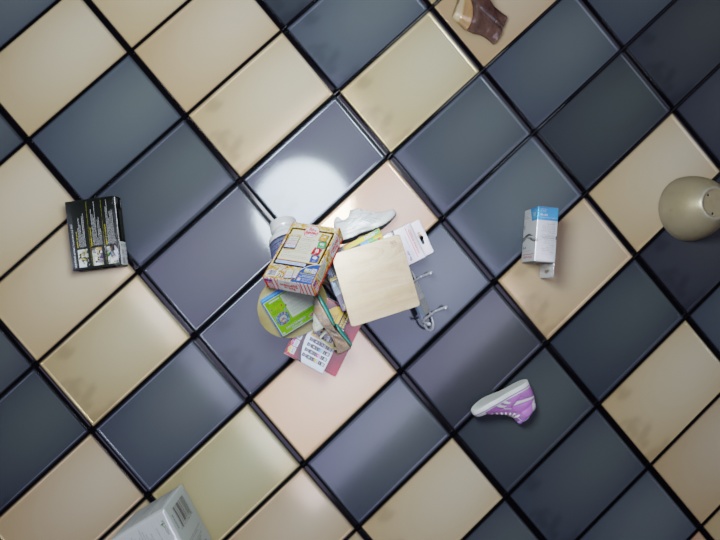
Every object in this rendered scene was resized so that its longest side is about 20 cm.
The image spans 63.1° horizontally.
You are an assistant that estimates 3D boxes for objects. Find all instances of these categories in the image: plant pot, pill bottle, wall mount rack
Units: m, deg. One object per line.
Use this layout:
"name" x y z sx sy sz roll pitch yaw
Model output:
"plant pot" 1.040 -0.197 1.789 0.195 0.134 0.205 0 88 -4
"pill bottle" -0.203 -0.050 1.689 0.109 0.111 0.204 -15 66 -4
"wall mount rack" 0.183 0.084 1.706 0.074 0.173 0.203 -23 93 33

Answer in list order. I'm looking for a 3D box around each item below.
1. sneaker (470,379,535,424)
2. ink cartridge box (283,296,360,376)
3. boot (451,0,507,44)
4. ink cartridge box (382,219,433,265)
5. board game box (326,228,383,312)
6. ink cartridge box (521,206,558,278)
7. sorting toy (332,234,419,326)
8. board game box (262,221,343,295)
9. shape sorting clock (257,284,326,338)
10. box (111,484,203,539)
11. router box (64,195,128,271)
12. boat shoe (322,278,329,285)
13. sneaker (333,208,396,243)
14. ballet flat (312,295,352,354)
"sneaker" 0.437 0.421 1.761 0.197 0.073 0.116 -22 93 -4
"ink cartridge box" -0.103 0.189 1.723 0.173 0.084 0.203 27 86 -3
"boot" 0.379 -0.820 1.807 0.164 0.072 0.204 22 85 -15
"ink cartridge box" 0.117 -0.065 1.753 0.197 0.068 0.118 -27 89 -4
"board game box" 0.000 0.000 1.677 0.197 0.057 0.168 -27 84 -6
"ink cartridge box" 0.535 -0.082 1.759 0.065 0.116 0.205 5 88 -4
"sorting toy" 0.039 0.029 1.614 0.196 0.070 0.203 -16 86 -5
"board game box" -0.150 -0.035 1.562 0.148 0.047 0.202 9 54 23
"shape sorting clock" -0.189 0.096 1.625 0.195 0.039 0.204 -6 112 -16
"box" -0.542 0.749 1.618 0.169 0.199 0.203 -28 90 -4
"router box" -0.765 -0.106 1.702 0.146 0.051 0.205 -7 89 -2
"boat shoe" -0.082 0.012 1.737 0.195 0.072 0.066 12 92 2
"sneaker" 0.011 -0.150 1.749 0.196 0.075 0.089 -19 85 -5
"ballet flat" -0.093 0.160 1.624 0.066 0.068 0.202 -31 116 1
